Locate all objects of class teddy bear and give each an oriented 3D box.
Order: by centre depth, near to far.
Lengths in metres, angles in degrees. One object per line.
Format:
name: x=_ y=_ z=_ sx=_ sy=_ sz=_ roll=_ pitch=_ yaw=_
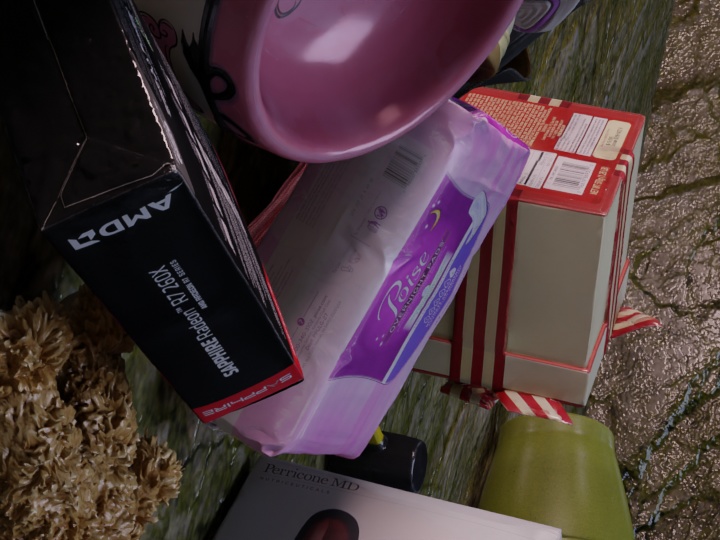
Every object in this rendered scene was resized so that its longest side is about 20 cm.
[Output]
teddy bear: x=-0.116 y=0.100 z=0.662 sx=0.145 sy=0.066 sz=0.201 roll=23 pitch=77 yaw=-73

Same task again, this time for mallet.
mallet: x=-0.011 y=0.079 z=1.136 sx=0.201 sy=0.065 sz=0.041 roll=66 pitch=34 yaw=-42

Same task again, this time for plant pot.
plant pot: x=0.208 y=0.264 z=1.851 sx=0.201 sy=0.199 sz=0.194 roll=75 pitch=17 yaw=-60

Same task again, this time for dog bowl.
dog bowl: x=-0.003 y=-0.131 z=0.717 sx=0.200 sy=0.074 sz=0.201 roll=-33 pitch=150 yaw=-22

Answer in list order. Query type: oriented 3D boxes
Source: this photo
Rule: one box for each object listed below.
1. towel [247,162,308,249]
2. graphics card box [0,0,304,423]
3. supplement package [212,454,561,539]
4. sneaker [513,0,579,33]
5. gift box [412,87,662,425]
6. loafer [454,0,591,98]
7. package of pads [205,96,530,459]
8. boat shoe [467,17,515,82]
towel: x=-0.019 y=-0.005 z=0.958 sx=0.144 sy=0.023 sz=0.200 roll=-51 pitch=158 yaw=-16
graphics card box: x=-0.080 y=-0.035 z=0.615 sx=0.200 sy=0.051 sz=0.126 roll=69 pitch=-2 yaw=-67
supplement package: x=-0.004 y=0.237 z=0.949 sx=0.200 sy=0.190 sz=0.148 roll=-61 pitch=158 yaw=-51
sneaker: x=0.108 y=-0.230 z=0.935 sx=0.100 sy=0.074 sz=0.201 roll=-53 pitch=150 yaw=-57
gift box: x=0.122 y=-0.006 z=1.259 sx=0.185 sy=0.199 sz=0.188 roll=-51 pitch=151 yaw=-51
loafer: x=0.077 y=-0.138 z=1.083 sx=0.200 sy=0.072 sz=0.073 roll=-48 pitch=-164 yaw=46
package of pads: x=0.000 y=0.000 z=0.869 sx=0.201 sy=0.075 sz=0.120 roll=-60 pitch=161 yaw=5
boat shoe: x=0.031 y=-0.136 z=0.901 sx=0.063 sy=0.073 sz=0.201 roll=-66 pitch=-166 yaw=-4
